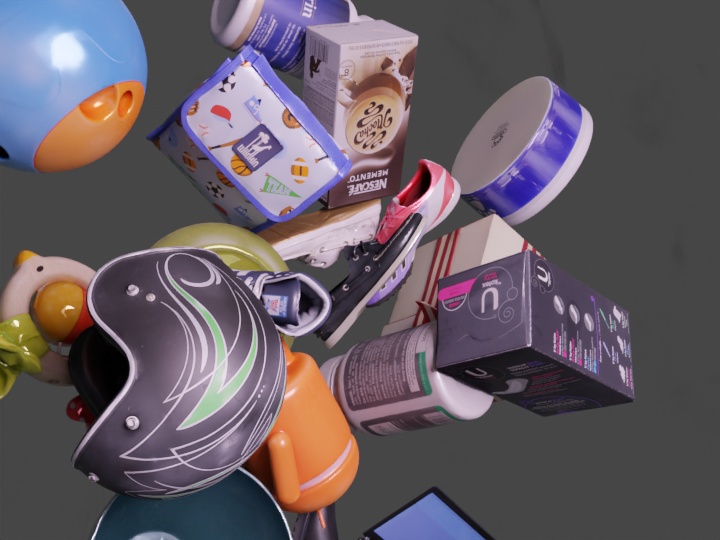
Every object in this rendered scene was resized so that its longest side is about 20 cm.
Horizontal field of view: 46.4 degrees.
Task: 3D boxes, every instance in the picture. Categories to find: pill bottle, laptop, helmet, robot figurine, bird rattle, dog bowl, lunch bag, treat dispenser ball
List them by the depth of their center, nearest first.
[{"bbox_3d":[-0.161,0.096,0.729,0.199,0.200,0.192,-9,65,-36],"label":"helmet"},{"bbox_3d":[-0.304,-0.193,0.797,0.200,0.200,0.203,9,75,-33],"label":"treat dispenser ball"},{"bbox_3d":[-0.284,0.065,0.818,0.199,0.112,0.164,20,57,-33],"label":"bird rattle"},{"bbox_3d":[-0.074,0.168,0.878,0.116,0.143,0.201,-35,110,-24],"label":"robot figurine"},{"bbox_3d":[-0.118,-0.138,0.916,0.170,0.199,0.124,48,57,-17],"label":"lunch bag"},{"bbox_3d":[0.046,0.127,0.961,0.113,0.199,0.114,20,61,-41],"label":"pill bottle"},{"bbox_3d":[0.071,0.388,0.990,0.177,0.103,0.201,44,59,-18],"label":"laptop"},{"bbox_3d":[-0.074,-0.298,1.035,0.199,0.115,0.117,16,71,-32],"label":"pill bottle"},{"bbox_3d":[0.217,-0.163,1.156,0.079,0.200,0.201,34,62,-20],"label":"dog bowl"}]

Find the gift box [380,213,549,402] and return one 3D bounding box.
[{"bbox_3d":[0.131,0.061,1.065,0.199,0.184,0.188,34,54,-21],"label":"gift box"}]

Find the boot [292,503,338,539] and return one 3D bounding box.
[{"bbox_3d":[0.020,0.336,0.921,0.198,0.066,0.166,11,80,12],"label":"boot"}]

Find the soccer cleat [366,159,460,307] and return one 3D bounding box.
[{"bbox_3d":[0.046,-0.047,1.056,0.201,0.068,0.073,-54,134,-1],"label":"soccer cleat"}]

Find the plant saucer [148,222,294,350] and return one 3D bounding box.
[{"bbox_3d":[-0.157,0.049,0.914,0.198,0.031,0.202,-2,94,-24],"label":"plant saucer"}]

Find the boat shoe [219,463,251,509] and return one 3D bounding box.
[{"bbox_3d":[-0.138,0.226,0.903,0.071,0.064,0.201,-39,103,-34],"label":"boat shoe"}]

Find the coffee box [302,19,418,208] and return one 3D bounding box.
[{"bbox_3d":[-0.006,-0.188,1.012,0.112,0.080,0.201,-16,127,-32],"label":"coffee box"}]

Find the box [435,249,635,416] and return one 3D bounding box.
[{"bbox_3d":[0.186,0.073,0.890,0.199,0.122,0.107,27,57,-39],"label":"box"}]

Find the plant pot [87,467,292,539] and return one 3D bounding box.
[{"bbox_3d":[-0.180,0.292,0.807,0.199,0.135,0.202,14,61,-28],"label":"plant pot"}]

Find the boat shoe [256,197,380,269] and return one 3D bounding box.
[{"bbox_3d":[-0.051,-0.033,1.021,0.199,0.071,0.070,-22,117,-33],"label":"boat shoe"}]

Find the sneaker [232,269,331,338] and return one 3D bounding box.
[{"bbox_3d":[-0.126,0.031,0.850,0.198,0.108,0.071,1,93,-23],"label":"sneaker"}]

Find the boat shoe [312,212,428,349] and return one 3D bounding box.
[{"bbox_3d":[0.000,0.000,1.004,0.066,0.200,0.075,38,19,0],"label":"boat shoe"}]
